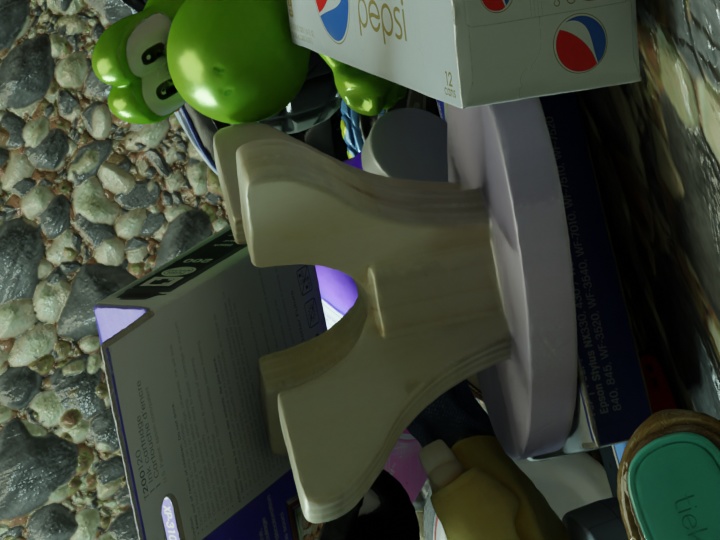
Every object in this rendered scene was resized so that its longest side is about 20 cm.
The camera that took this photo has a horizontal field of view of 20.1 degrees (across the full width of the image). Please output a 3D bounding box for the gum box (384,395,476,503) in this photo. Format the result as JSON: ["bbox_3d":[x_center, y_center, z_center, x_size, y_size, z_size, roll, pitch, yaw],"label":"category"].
[{"bbox_3d":[0.008,0.055,1.185,0.066,0.201,0.113,17,160,45],"label":"gum box"}]

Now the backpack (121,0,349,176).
[{"bbox_3d":[-0.029,-0.126,1.132,0.154,0.198,0.192,39,-149,-69],"label":"backpack"}]

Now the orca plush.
[{"bbox_3d":[0.010,0.141,0.848,0.200,0.070,0.106,-66,-4,-81],"label":"orca plush"}]

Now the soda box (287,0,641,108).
[{"bbox_3d":[0.029,-0.107,0.739,0.200,0.067,0.064,-147,48,-68],"label":"soda box"}]

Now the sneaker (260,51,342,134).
[{"bbox_3d":[-0.042,-0.163,1.005,0.079,0.075,0.201,-127,26,-48],"label":"sneaker"}]

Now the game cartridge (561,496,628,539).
[{"bbox_3d":[0.127,0.170,0.924,0.200,0.041,0.134,94,157,-84],"label":"game cartridge"}]

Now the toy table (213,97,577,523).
[{"bbox_3d":[0.014,0.009,0.802,0.185,0.116,0.201,-109,9,-48],"label":"toy table"}]

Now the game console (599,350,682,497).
[{"bbox_3d":[0.146,0.136,0.949,0.200,0.031,0.178,85,166,-79],"label":"game console"}]

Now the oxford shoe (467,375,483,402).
[{"bbox_3d":[0.083,0.027,1.145,0.074,0.071,0.200,21,157,41],"label":"oxford shoe"}]

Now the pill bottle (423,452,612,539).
[{"bbox_3d":[0.097,0.155,1.237,0.200,0.115,0.117,142,109,-88],"label":"pill bottle"}]

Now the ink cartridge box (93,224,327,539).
[{"bbox_3d":[-0.060,0.096,0.872,0.200,0.043,0.200,-35,-62,-64],"label":"ink cartridge box"}]

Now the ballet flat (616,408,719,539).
[{"bbox_3d":[0.144,0.145,0.744,0.202,0.067,0.072,70,-162,1],"label":"ballet flat"}]

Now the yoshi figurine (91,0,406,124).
[{"bbox_3d":[-0.020,-0.122,0.882,0.113,0.199,0.112,51,158,5],"label":"yoshi figurine"}]

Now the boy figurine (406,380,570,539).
[{"bbox_3d":[0.057,0.116,0.925,0.201,0.064,0.124,67,-171,19],"label":"boy figurine"}]

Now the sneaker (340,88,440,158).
[{"bbox_3d":[0.066,-0.022,1.025,0.201,0.082,0.071,58,-152,-13],"label":"sneaker"}]

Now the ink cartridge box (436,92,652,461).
[{"bbox_3d":[0.080,-0.019,0.879,0.200,0.047,0.200,131,127,-81],"label":"ink cartridge box"}]

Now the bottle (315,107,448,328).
[{"bbox_3d":[0.000,0.000,0.986,0.083,0.065,0.201,40,143,12],"label":"bottle"}]
